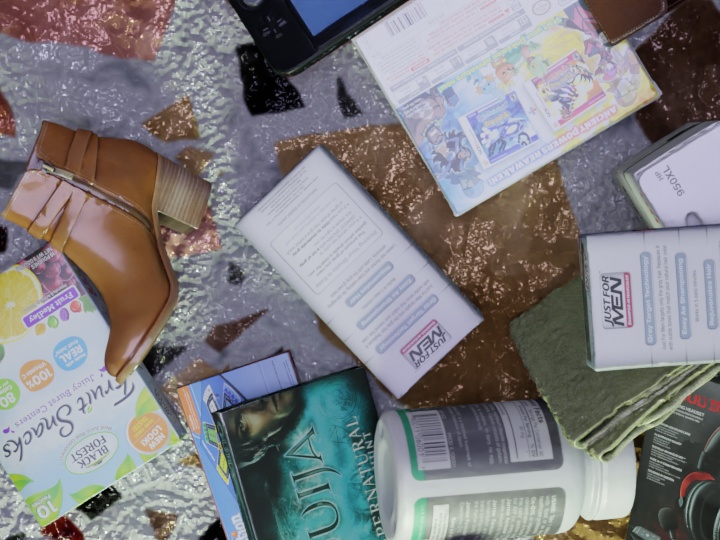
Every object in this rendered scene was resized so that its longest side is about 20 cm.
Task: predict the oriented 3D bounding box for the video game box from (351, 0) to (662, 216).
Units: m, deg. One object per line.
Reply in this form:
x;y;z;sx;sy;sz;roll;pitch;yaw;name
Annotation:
0.119;-0.172;1.734;0.200;0.047;0.182;-30;89;4;video game box

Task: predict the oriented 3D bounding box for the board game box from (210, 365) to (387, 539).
-0.034;0.194;1.743;0.135;0.028;0.200;-17;92;-20;board game box

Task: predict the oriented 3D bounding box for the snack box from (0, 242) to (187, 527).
-0.259;0.093;1.757;0.142;0.053;0.200;-32;91;4;snack box

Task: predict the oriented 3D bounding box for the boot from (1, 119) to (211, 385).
-0.222;-0.017;1.712;0.155;0.074;0.200;22;65;-15;boot

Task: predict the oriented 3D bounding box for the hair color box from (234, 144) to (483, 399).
0.000;0.000;1.740;0.099;0.061;0.200;-43;90;4;hair color box

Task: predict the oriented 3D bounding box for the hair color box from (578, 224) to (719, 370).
0.264;0.016;1.524;0.200;0.061;0.099;-4;92;0;hair color box

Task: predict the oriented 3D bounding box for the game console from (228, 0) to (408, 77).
-0.036;-0.288;1.690;0.200;0.119;0.172;-34;67;4;game console

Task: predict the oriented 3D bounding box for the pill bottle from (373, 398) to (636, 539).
0.117;0.164;1.709;0.200;0.113;0.113;-3;93;-10;pill bottle

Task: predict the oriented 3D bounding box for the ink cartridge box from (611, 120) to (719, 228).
0.278;-0.039;1.658;0.084;0.200;0.145;-33;92;4;ink cartridge box

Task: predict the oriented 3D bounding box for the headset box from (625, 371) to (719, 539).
0.305;0.161;1.678;0.149;0.075;0.200;20;111;35;headset box

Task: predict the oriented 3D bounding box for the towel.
0.205;0.062;1.681;0.148;0.200;0.036;-36;124;4;towel

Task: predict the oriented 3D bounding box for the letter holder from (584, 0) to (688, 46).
0.221;-0.306;1.660;0.101;0.142;0.200;-32;92;-33;letter holder

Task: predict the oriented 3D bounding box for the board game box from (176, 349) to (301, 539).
-0.077;0.178;1.773;0.103;0.019;0.200;-18;92;1;board game box
